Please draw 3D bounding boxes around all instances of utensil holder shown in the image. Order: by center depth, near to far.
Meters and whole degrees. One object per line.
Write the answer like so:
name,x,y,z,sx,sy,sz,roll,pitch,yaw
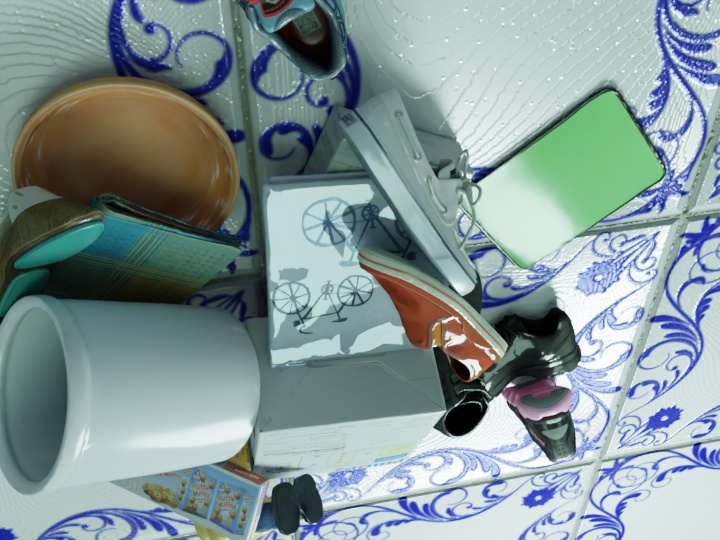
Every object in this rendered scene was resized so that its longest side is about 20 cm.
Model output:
utensil holder,-0.219,0.110,0.777,0.199,0.171,0.170,3,135,-46

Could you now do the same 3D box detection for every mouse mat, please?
mouse mat,0.219,-0.091,0.893,0.199,0.008,0.161,-36,132,17

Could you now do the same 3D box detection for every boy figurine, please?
boy figurine,-0.129,0.288,0.982,0.124,0.065,0.199,-9,170,-45

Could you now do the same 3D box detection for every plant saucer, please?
plant saucer,-0.210,-0.090,0.752,0.198,0.038,0.201,-8,135,-8

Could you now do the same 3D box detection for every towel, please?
towel,-0.223,0.000,0.795,0.146,0.022,0.200,17,143,-33

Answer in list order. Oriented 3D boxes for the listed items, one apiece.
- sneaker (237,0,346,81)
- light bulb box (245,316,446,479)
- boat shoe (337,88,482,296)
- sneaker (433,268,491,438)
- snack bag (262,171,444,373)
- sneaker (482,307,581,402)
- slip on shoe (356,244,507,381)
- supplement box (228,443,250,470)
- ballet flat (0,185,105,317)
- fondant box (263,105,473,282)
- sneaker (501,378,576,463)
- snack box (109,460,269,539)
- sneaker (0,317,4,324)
sneaker,-0.064,-0.226,0.622,0.079,0.096,0.200,-32,133,15
light bulb box,-0.030,0.141,0.921,0.196,0.126,0.200,-4,154,-12
boat shoe,0.067,-0.073,0.729,0.086,0.075,0.203,-36,111,0
sneaker,0.119,0.098,0.940,0.070,0.099,0.202,8,103,-27
snack bag,0.000,0.000,0.796,0.186,0.021,0.202,-6,118,-14
sneaker,0.175,0.101,1.028,0.198,0.076,0.091,-21,125,-5
slip on shoe,0.065,0.043,0.781,0.200,0.074,0.061,41,86,-34
supplement box,-0.211,0.209,1.015,0.069,0.067,0.199,-38,131,21
ballet flat,-0.284,-0.027,0.713,0.067,0.073,0.200,-17,168,-42
fondant box,0.003,-0.052,0.833,0.143,0.059,0.201,11,130,-25
sneaker,0.232,0.188,1.042,0.078,0.200,0.096,-21,90,6
snack box,-0.200,0.226,0.906,0.198,0.024,0.073,20,101,13
sneaker,-0.300,0.097,0.875,0.199,0.080,0.074,21,126,-29
